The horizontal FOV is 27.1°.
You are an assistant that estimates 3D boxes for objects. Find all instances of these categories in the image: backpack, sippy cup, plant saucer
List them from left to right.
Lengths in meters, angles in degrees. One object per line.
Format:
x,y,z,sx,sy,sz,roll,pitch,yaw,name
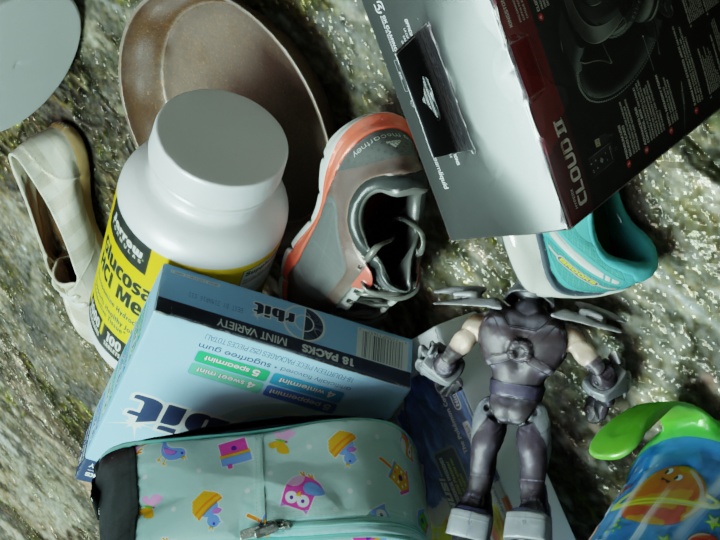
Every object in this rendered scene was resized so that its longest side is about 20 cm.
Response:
-0.085,-0.102,1.016,0.200,0.034,0.201,25,133,30,plant saucer
-0.050,0.174,0.931,0.176,0.200,0.154,78,176,-57,backpack
0.187,0.176,0.859,0.178,0.130,0.140,42,139,15,sippy cup

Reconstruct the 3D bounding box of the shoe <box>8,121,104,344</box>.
-0.240,-0.021,1.211,0.070,0.053,0.200,16,127,38,shoe

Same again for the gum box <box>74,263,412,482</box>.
-0.082,0.094,0.993,0.170,0.045,0.200,17,136,-14,gum box

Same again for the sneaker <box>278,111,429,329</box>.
0.000,0.000,0.947,0.082,0.077,0.200,-120,29,-42,sneaker

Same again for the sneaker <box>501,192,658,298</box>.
0.108,-0.073,0.819,0.080,0.078,0.200,-3,124,41,sneaker

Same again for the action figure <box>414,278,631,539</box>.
0.091,0.087,0.898,0.130,0.069,0.201,7,85,21,action figure

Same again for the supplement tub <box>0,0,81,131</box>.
-0.319,-0.207,1.103,0.200,0.132,0.132,39,138,20,supplement tub

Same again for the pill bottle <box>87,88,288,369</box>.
-0.112,-0.019,0.986,0.112,0.112,0.200,41,139,17,pill bottle

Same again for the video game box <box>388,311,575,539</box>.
0.051,0.151,1.011,0.182,0.047,0.200,-35,75,53,video game box

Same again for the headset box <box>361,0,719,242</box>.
0.089,-0.115,0.701,0.077,0.200,0.149,-5,114,46,headset box
